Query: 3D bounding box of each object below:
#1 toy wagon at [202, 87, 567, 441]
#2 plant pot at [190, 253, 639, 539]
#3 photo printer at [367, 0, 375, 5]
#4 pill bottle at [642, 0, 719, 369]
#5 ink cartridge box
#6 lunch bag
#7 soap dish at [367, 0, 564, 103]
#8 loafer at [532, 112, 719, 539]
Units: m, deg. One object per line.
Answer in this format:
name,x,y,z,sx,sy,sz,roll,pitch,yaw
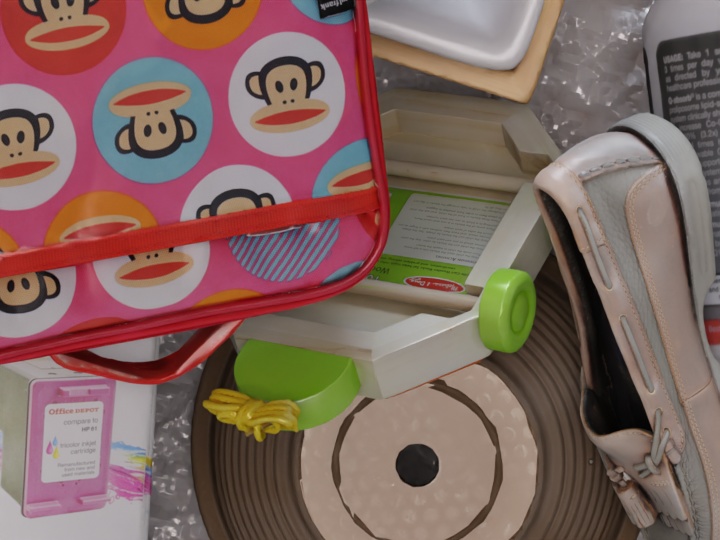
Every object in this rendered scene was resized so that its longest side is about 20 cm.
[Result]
toy wagon,0.000,0.000,0.969,0.155,0.040,0.200,9,48,28
plant pot,0.024,0.076,1.008,0.200,0.093,0.201,0,91,4
photo printer,-0.042,-0.193,0.934,0.166,0.069,0.200,-32,89,4
pill bottle,0.176,-0.063,0.984,0.116,0.116,0.201,-6,92,3
ink cartridge box,-0.132,0.067,0.982,0.084,0.145,0.201,5,91,-13
lunch bag,-0.093,-0.042,0.869,0.200,0.082,0.177,-11,108,-12
soap dish,0.000,-0.173,1.008,0.200,0.081,0.158,18,92,3
loafer,0.105,0.040,0.950,0.063,0.072,0.200,-21,113,-25
